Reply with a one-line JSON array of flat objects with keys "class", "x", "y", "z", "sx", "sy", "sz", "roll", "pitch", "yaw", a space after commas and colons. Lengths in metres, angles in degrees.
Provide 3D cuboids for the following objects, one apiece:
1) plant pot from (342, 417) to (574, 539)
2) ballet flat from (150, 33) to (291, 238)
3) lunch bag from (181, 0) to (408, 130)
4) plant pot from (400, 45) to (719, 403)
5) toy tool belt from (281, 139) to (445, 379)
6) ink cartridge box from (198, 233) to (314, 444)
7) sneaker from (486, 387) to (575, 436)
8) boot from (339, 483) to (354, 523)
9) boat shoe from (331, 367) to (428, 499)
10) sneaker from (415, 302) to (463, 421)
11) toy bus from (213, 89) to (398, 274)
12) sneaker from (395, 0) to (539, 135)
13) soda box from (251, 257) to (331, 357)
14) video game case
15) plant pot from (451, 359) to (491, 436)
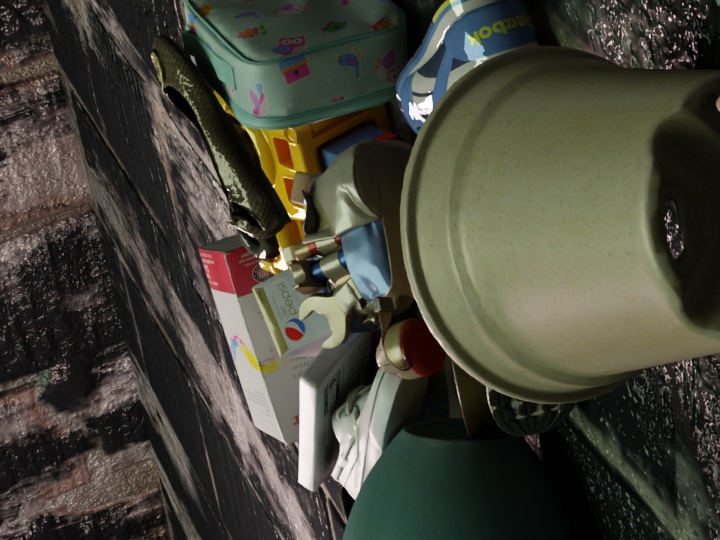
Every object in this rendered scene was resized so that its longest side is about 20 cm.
[{"class": "plant pot", "x": 0.080, "y": 0.193, "z": 1.483, "sx": 0.200, "sy": 0.199, "sz": 0.136, "roll": -160, "pitch": 69, "yaw": -71}, {"class": "ballet flat", "x": -0.124, "y": -0.108, "z": 1.505, "sx": 0.201, "sy": 0.046, "sz": 0.067, "roll": 57, "pitch": 177, "yaw": 15}, {"class": "lunch bag", "x": -0.058, "y": -0.188, "z": 1.526, "sx": 0.200, "sy": 0.159, "sz": 0.078, "roll": -133, "pitch": 28, "yaw": -56}, {"class": "plant pot", "x": 0.151, "y": -0.028, "z": 0.960, "sx": 0.183, "sy": 0.199, "sz": 0.202, "roll": -2, "pitch": 106, "yaw": 63}, {"class": "toy tool belt", "x": 0.000, "y": 0.000, "z": 1.494, "sx": 0.122, "sy": 0.124, "sz": 0.201, "roll": -21, "pitch": 74, "yaw": 42}, {"class": "ink cartridge box", "x": -0.056, "y": 0.052, "z": 1.845, "sx": 0.145, "sy": 0.144, "sz": 0.201, "roll": -173, "pitch": 65, "yaw": -74}, {"class": "sneaker", "x": 0.119, "y": 0.026, "z": 1.362, "sx": 0.089, "sy": 0.076, "sz": 0.201, "roll": -100, "pitch": 3, "yaw": -65}, {"class": "boot", "x": 0.045, "y": 0.287, "z": 1.762, "sx": 0.166, "sy": 0.072, "sz": 0.201, "roll": -1, "pitch": -106, "yaw": -61}, {"class": "boat shoe", "x": 0.007, "y": 0.133, "z": 1.557, "sx": 0.065, "sy": 0.074, "sz": 0.201, "roll": 30, "pitch": 140, "yaw": 15}, {"class": "sneaker", "x": 0.049, "y": 0.099, "z": 1.600, "sx": 0.067, "sy": 0.089, "sz": 0.201, "roll": -72, "pitch": -24, "yaw": -54}, {"class": "toy bus", "x": -0.021, "y": -0.080, "z": 1.634, "sx": 0.192, "sy": 0.135, "sz": 0.201, "roll": 27, "pitch": 139, "yaw": 47}, {"class": "sneaker", "x": 0.078, "y": -0.124, "z": 1.286, "sx": 0.200, "sy": 0.074, "sz": 0.083, "roll": 112, "pitch": 134, "yaw": -70}, {"class": "soda box", "x": -0.026, "y": 0.034, "z": 1.641, "sx": 0.068, "sy": 0.063, "sz": 0.200, "roll": 66, "pitch": -166, "yaw": 9}, {"class": "video game case", "x": 0.004, "y": 0.081, "z": 1.619, "sx": 0.023, "sy": 0.182, "sz": 0.200, "roll": 31, "pitch": 152, "yaw": 16}, {"class": "plant pot", "x": 0.081, "y": 0.027, "z": 1.439, "sx": 0.200, "sy": 0.027, "sz": 0.202, "roll": -9, "pitch": -90, "yaw": -85}]
